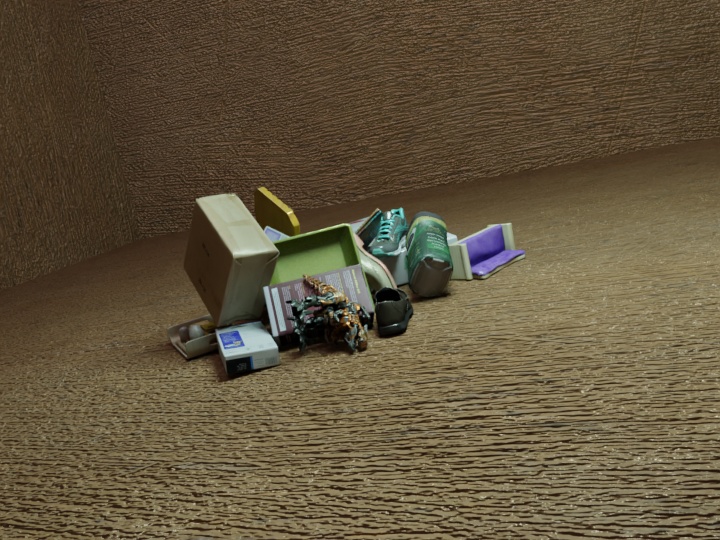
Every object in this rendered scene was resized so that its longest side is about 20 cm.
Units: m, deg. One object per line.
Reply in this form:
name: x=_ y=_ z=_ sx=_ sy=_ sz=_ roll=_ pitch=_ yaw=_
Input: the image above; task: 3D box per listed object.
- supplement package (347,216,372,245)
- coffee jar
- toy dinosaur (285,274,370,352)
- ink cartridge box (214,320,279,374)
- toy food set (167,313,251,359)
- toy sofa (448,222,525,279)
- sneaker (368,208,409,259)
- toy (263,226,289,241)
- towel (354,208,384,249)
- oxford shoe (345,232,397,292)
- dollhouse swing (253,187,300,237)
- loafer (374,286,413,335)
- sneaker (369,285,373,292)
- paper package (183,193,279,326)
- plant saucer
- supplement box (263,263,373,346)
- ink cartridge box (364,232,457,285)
supplement package: x=0.006 y=-0.072 z=1.940 sx=0.199 sy=0.121 sz=0.121 roll=-21 pitch=14 yaw=-38
coffee jar: x=0.146 y=-0.040 z=1.529 sx=0.084 sy=0.105 sz=0.201 roll=14 pitch=34 yaw=-9
toy dinosaur: x=-0.061 y=0.081 z=1.300 sx=0.135 sy=0.103 sz=0.200 roll=-19 pitch=25 yaw=-20
ink cartridge box: x=-0.218 y=0.143 z=1.338 sx=0.098 sy=0.040 sz=0.200 roll=-9 pitch=13 yaw=-14
toy food set: x=-0.324 y=0.125 z=1.505 sx=0.142 sy=0.061 sz=0.200 roll=-18 pitch=13 yaw=-23
toy sofa: x=0.288 y=-0.046 z=1.618 sx=0.097 sy=0.084 sz=0.199 roll=-2 pitch=16 yaw=46
sneaker: x=0.063 y=-0.086 z=1.612 sx=0.077 sy=0.092 sz=0.200 roll=-7 pitch=17 yaw=22
toy: x=-0.136 y=0.001 z=1.514 sx=0.199 sy=0.116 sz=0.047 roll=26 pitch=2 yaw=-16
towel: x=0.010 y=-0.079 z=1.701 sx=0.147 sy=0.022 sz=0.200 roll=-48 pitch=-8 yaw=2
oxford shoe: x=0.000 y=0.000 z=1.530 sx=0.074 sy=0.200 sz=0.071 roll=-31 pitch=-22 yaw=-32
dollhouse swing: x=-0.144 y=-0.095 z=1.642 sx=0.180 sy=0.177 sz=0.200 roll=-11 pitch=37 yaw=-39
loafer: x=0.063 y=0.062 z=1.368 sx=0.072 sy=0.072 sz=0.200 roll=-11 pitch=12 yaw=4
sneaker: x=-0.001 y=0.026 z=1.649 sx=0.081 sy=0.075 sz=0.200 roll=5 pitch=15 yaw=-2
paper package: x=-0.270 y=-0.021 z=1.439 sx=0.103 sy=0.192 sz=0.200 roll=-9 pitch=43 yaw=-36
plant saucer: x=-0.091 y=0.024 z=1.461 sx=0.198 sy=0.202 sz=0.048 roll=-14 pitch=-9 yaw=-11
supplement box: x=-0.081 y=0.068 z=1.379 sx=0.198 sy=0.110 sz=0.061 roll=-13 pitch=-24 yaw=-5
ink cartridge box: x=0.125 y=-0.030 z=1.707 sx=0.198 sy=0.085 sz=0.145 roll=-14 pitch=13 yaw=-10
